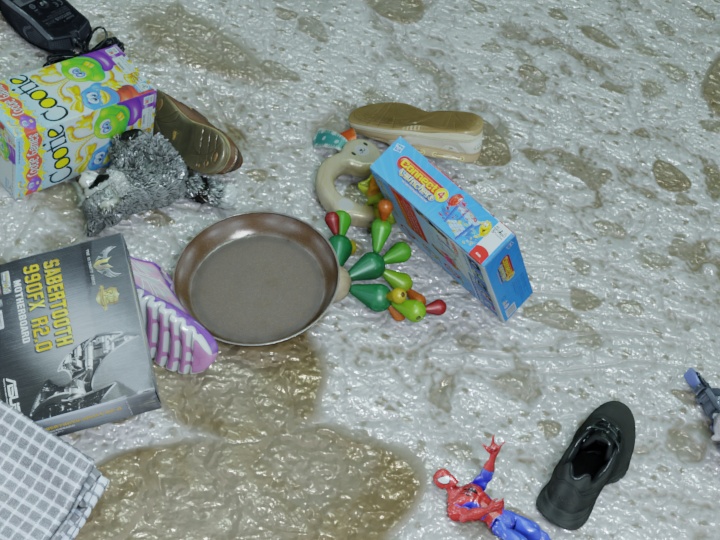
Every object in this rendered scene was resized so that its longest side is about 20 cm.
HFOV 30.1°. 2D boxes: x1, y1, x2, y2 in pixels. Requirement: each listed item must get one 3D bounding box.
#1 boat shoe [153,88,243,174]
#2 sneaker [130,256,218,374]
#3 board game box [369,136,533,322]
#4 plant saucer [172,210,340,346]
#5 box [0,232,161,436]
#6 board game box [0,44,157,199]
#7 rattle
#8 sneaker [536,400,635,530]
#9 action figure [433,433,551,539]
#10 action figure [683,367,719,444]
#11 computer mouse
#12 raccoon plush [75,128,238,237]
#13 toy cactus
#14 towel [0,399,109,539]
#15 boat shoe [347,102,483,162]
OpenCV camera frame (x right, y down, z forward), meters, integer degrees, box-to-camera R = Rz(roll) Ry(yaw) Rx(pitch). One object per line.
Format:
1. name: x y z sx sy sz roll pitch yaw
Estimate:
1. boat shoe: -0.236 -0.181 1.761 0.199 0.073 0.067 33 10 27
2. sneaker: -0.235 0.037 1.516 0.199 0.081 0.088 32 40 15
3. board game box: 0.115 -0.048 1.649 0.056 0.200 0.196 -44 66 -6
4. plant saucer: -0.122 0.014 1.583 0.198 0.032 0.202 -1 51 1
5. box: -0.306 0.071 1.413 0.157 0.049 0.202 -15 59 -4
6. board game box: -0.368 -0.188 1.672 0.199 0.105 0.103 -25 58 -32
7. rattle: -0.001 -0.163 1.772 0.129 0.144 0.202 -6 51 0
8. sneaker: 0.271 0.206 1.516 0.075 0.091 0.200 28 41 13
9. action figure: 0.167 0.257 1.422 0.199 0.100 0.065 31 42 17
10. action figure: 0.489 0.172 1.627 0.192 0.105 0.201 -4 48 -37
11. computer mouse: -0.438 -0.338 1.859 0.200 0.053 0.138 47 49 13
12. raccoon plush: -0.249 -0.089 1.638 0.198 0.097 0.135 13 50 -7
13. toy cactus: 0.000 0.000 1.642 0.164 0.103 0.201 -23 65 -25
14. towel: -0.359 0.207 1.258 0.199 0.086 0.166 28 60 9
15. boat shoe: 0.076 -0.186 1.872 0.198 0.070 0.074 11 40 23
